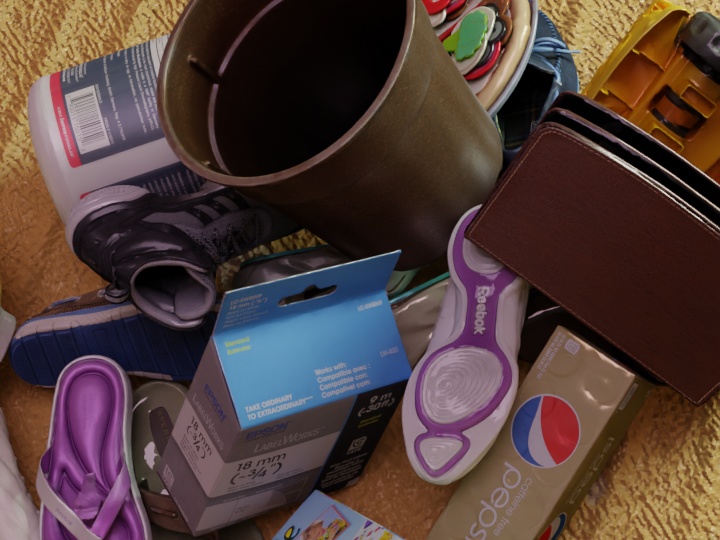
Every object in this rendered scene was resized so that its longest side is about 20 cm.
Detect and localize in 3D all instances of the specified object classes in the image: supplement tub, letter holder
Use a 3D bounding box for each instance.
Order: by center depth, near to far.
[{"bbox_3d":[0.193,-0.033,1.126,0.199,0.142,0.101,36,53,2],"label":"letter holder"},{"bbox_3d":[-0.148,-0.111,1.343,0.198,0.141,0.141,-18,63,1],"label":"supplement tub"}]

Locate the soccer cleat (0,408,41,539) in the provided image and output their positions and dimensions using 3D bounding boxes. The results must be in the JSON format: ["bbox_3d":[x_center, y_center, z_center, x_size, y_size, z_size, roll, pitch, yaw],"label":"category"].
[{"bbox_3d":[-0.258,0.191,1.264,0.077,0.069,0.202,-7,71,1],"label":"soccer cleat"}]

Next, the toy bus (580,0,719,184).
[{"bbox_3d":[0.258,-0.106,1.270,0.199,0.192,0.136,36,106,-8],"label":"toy bus"}]

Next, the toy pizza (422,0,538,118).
[{"bbox_3d":[0.052,-0.171,1.344,0.199,0.032,0.202,-25,47,31],"label":"toy pizza"}]

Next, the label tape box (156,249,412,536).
[{"bbox_3d":[-0.045,0.087,1.172,0.143,0.201,0.064,-14,57,-32],"label":"label tape box"}]

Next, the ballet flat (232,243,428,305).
[{"bbox_3d":[0.000,0.000,1.311,0.198,0.067,0.064,-18,73,7],"label":"ballet flat"}]

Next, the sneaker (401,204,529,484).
[{"bbox_3d":[0.084,0.059,1.194,0.074,0.100,0.202,12,69,15],"label":"sneaker"}]

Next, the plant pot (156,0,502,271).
[{"bbox_3d":[-0.005,-0.106,1.195,0.199,0.198,0.202,-15,58,25],"label":"plant pot"}]

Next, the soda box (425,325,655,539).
[{"bbox_3d":[0.118,0.142,1.184,0.067,0.064,0.201,33,94,23],"label":"soda box"}]

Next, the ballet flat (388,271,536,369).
[{"bbox_3d":[0.101,0.013,1.291,0.199,0.070,0.070,-30,63,-3],"label":"ballet flat"}]

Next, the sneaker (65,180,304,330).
[{"bbox_3d":[-0.108,-0.015,1.254,0.198,0.076,0.114,-9,41,-23],"label":"sneaker"}]

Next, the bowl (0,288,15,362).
[{"bbox_3d":[-0.328,0.045,1.302,0.107,0.200,0.202,31,69,-19],"label":"bowl"}]

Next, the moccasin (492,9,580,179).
[{"bbox_3d":[0.134,-0.141,1.328,0.080,0.068,0.201,-16,46,14],"label":"moccasin"}]

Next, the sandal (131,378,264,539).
[{"bbox_3d":[-0.130,0.164,1.254,0.079,0.057,0.202,-26,62,-6],"label":"sandal"}]

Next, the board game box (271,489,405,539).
[{"bbox_3d":[0.007,0.235,1.112,0.105,0.103,0.200,-46,22,-13],"label":"board game box"}]

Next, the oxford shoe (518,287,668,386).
[{"bbox_3d":[0.193,0.045,1.232,0.198,0.073,0.085,-2,22,12],"label":"oxford shoe"}]

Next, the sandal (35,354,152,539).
[{"bbox_3d":[-0.199,0.153,1.230,0.082,0.050,0.204,-12,63,3],"label":"sandal"}]

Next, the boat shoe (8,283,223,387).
[{"bbox_3d":[-0.169,0.037,1.309,0.198,0.073,0.073,-4,34,11],"label":"boat shoe"}]
